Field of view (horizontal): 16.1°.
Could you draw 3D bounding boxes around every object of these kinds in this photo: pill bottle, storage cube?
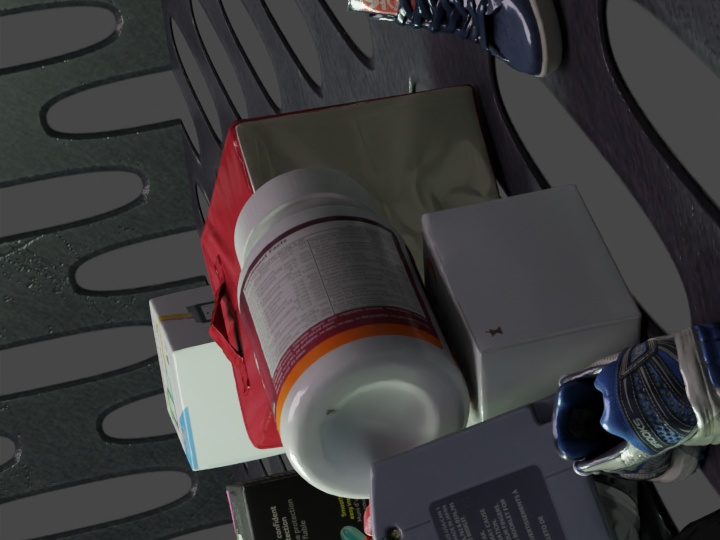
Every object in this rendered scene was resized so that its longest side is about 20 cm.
[{"bbox_3d":[-0.012,0.031,1.482,0.200,0.109,0.110,-112,14,-53],"label":"pill bottle"},{"bbox_3d":[0.000,0.000,1.724,0.180,0.199,0.172,112,146,-63],"label":"storage cube"}]

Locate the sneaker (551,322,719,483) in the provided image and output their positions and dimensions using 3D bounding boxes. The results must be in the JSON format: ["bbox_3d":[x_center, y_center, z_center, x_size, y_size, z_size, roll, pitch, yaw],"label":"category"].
[{"bbox_3d":[0.135,0.072,1.324,0.200,0.085,0.077,110,147,-74],"label":"sneaker"}]

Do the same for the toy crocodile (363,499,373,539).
[{"bbox_3d":[0.023,0.187,1.558,0.068,0.061,0.201,-89,-1,-83],"label":"toy crocodile"}]

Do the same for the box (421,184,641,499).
[{"bbox_3d":[0.100,0.071,1.499,0.125,0.097,0.201,-111,13,-47],"label":"box"}]

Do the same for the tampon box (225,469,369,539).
[{"bbox_3d":[0.017,0.207,1.850,0.126,0.199,0.151,151,107,-80],"label":"tampon box"}]

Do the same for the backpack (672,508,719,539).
[{"bbox_3d":[0.181,0.232,1.148,0.163,0.153,0.200,60,174,44],"label":"backpack"}]

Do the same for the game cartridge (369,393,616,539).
[{"bbox_3d":[0.083,0.183,1.388,0.042,0.133,0.201,22,-132,-77],"label":"game cartridge"}]

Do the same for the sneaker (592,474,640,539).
[{"bbox_3d":[0.069,0.185,1.454,0.075,0.200,0.077,43,-152,-35],"label":"sneaker"}]

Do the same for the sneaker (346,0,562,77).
[{"bbox_3d":[0.040,-0.165,1.508,0.200,0.084,0.075,44,149,44],"label":"sneaker"}]

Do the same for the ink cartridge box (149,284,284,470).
[{"bbox_3d":[-0.146,0.113,2.881,0.200,0.145,0.147,-127,27,-70],"label":"ink cartridge box"}]
